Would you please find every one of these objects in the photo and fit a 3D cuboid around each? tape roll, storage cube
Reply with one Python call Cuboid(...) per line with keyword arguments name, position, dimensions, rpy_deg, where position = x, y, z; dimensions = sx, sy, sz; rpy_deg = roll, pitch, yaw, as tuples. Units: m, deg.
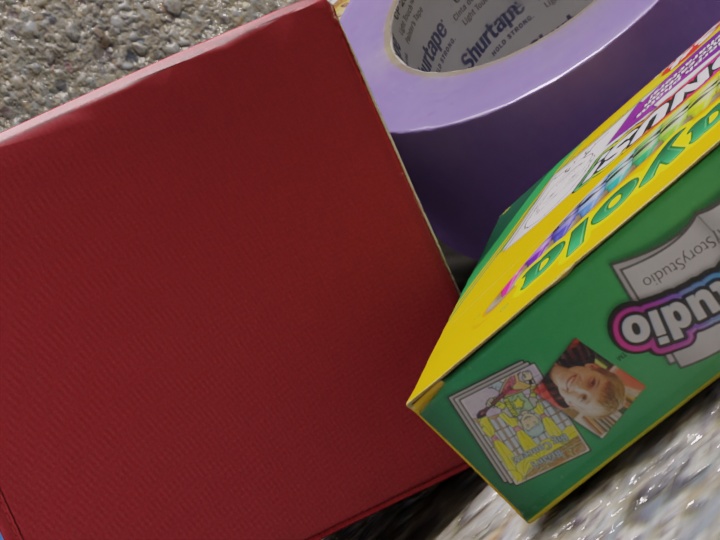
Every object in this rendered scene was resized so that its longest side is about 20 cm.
Cuboid(name="tape roll", position=(0.089, -0.104, 0.771), dimensions=(0.200, 0.085, 0.200), rpy_deg=(-26, 35, 20))
Cuboid(name="storage cube", position=(-0.065, 0.021, 0.685), dimensions=(0.179, 0.200, 0.171), rpy_deg=(-25, 2, -6))

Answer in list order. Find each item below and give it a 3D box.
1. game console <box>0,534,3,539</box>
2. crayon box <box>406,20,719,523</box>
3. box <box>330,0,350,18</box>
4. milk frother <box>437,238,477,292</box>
Cuboid(name="game console", position=(-0.172, 0.183, 0.798), dimensions=(0.200, 0.116, 0.176), rpy_deg=(-44, 4, 10))
Cuboid(name="crayon box", position=(0.116, -0.033, 0.551), dimensions=(0.200, 0.058, 0.173), rpy_deg=(-42, 5, 24))
Cuboid(name="box", position=(0.059, -0.153, 0.889), dimensions=(0.200, 0.041, 0.039), rpy_deg=(-31, -40, -19))
Cuboid(name="milk frother", position=(0.000, 0.000, 0.948), dimensions=(0.188, 0.201, 0.180), rpy_deg=(-8, -15, -40))
